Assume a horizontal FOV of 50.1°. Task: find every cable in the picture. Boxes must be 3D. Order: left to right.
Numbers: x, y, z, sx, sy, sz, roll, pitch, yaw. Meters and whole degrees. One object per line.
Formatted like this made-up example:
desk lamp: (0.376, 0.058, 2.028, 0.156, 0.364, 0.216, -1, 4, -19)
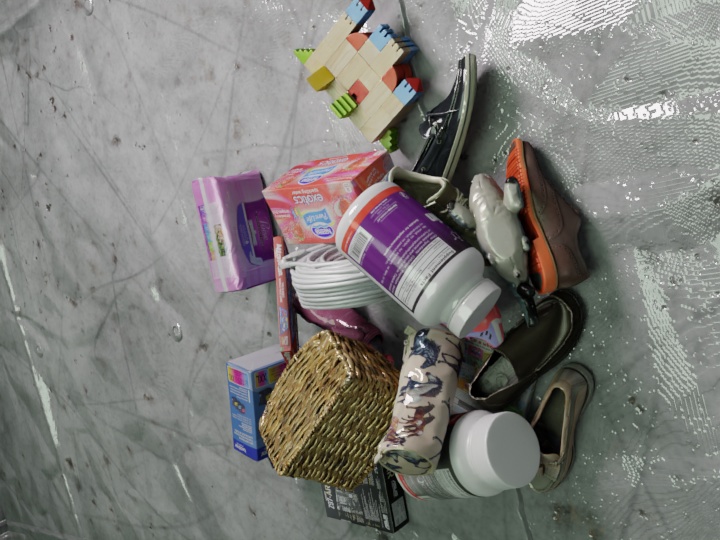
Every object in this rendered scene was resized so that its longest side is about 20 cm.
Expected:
cable: (0.000, 0.000, 1.098, 0.200, 0.199, 0.070, 19, 123, 64)

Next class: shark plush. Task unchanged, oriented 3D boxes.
shark plush: (0.190, -0.033, 0.959, 0.091, 0.083, 0.201, -33, 81, 10)

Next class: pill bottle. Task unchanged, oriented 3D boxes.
pill bottle: (0.071, -0.011, 0.942, 0.200, 0.112, 0.113, 41, 127, 20)
pill bottle: (0.143, 0.255, 1.064, 0.200, 0.113, 0.114, -28, 83, 53)

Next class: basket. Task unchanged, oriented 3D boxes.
basket: (-0.035, 0.201, 1.132, 0.201, 0.148, 0.143, -56, 37, 16)

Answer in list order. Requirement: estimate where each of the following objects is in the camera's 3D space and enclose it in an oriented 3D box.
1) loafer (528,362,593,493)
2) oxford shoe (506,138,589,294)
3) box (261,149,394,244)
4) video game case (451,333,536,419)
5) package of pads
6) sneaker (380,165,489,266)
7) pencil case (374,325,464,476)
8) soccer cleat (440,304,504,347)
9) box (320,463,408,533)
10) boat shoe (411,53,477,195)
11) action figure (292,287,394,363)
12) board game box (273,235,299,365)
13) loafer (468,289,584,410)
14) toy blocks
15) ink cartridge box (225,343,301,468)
loafer: (0.251, 0.217, 1.028, 0.072, 0.063, 0.201, 27, 120, 33)
oxford shoe: (0.232, -0.073, 0.968, 0.071, 0.072, 0.201, 111, 148, -78)
box: (-0.038, -0.105, 1.152, 0.199, 0.095, 0.103, 1, 125, 45)
video game case: (0.178, 0.178, 1.116, 0.143, 0.018, 0.201, 26, 120, 35)
package of pads: (-0.210, -0.069, 1.325, 0.075, 0.120, 0.201, -8, 97, 38)
sneaker: (0.112, -0.076, 1.013, 0.199, 0.067, 0.090, 24, 151, 13)
pencil case: (0.079, 0.174, 1.033, 0.089, 0.201, 0.078, 16, 148, 3)
soccer cleat: (0.128, 0.060, 1.059, 0.077, 0.066, 0.200, 64, 161, -12)
box: (-0.006, 0.334, 1.315, 0.160, 0.043, 0.201, -4, 100, 43)
boat shoe: (0.110, -0.190, 1.021, 0.062, 0.075, 0.201, 16, 123, 1)
action figure: (-0.013, 0.086, 1.227, 0.200, 0.134, 0.149, 33, 96, 32)
board game box: (-0.119, 0.056, 1.251, 0.103, 0.019, 0.201, 82, -179, -63)
loafer: (0.213, 0.110, 1.003, 0.073, 0.071, 0.201, 45, 113, 28)
toy blocks: (0.019, -0.283, 1.078, 0.200, 0.100, 0.137, 50, 122, 5)
ink cartridge box: (-0.155, 0.243, 1.359, 0.076, 0.136, 0.201, 15, 113, 44)
